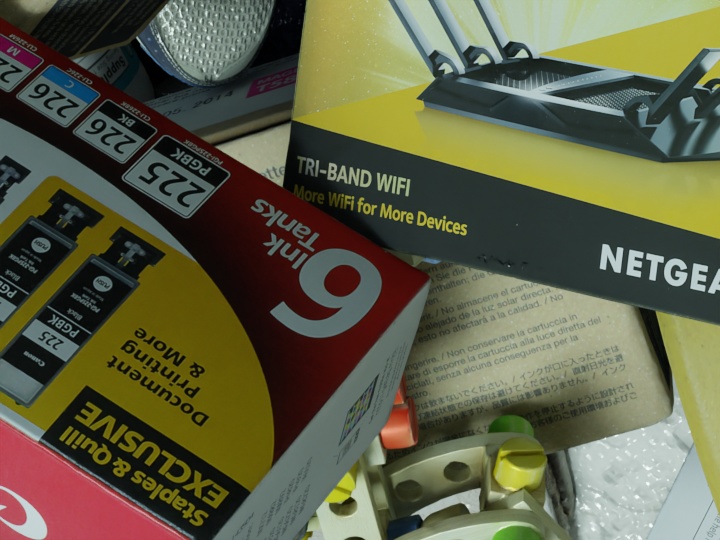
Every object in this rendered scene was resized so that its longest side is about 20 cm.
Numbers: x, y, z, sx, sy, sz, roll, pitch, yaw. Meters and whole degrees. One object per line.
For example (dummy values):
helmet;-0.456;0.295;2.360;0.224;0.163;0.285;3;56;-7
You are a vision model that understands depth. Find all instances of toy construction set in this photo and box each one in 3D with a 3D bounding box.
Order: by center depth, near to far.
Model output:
toy construction set;0.013;0.046;1.058;0.131;0.092;0.200;-7;114;10

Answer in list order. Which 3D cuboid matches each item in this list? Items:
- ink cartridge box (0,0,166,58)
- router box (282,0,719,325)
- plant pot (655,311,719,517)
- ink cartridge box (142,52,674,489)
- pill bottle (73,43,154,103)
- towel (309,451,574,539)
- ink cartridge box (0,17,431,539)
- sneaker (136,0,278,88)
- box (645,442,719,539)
ink cartridge box;-0.113;-0.188;0.997;0.165;0.075;0.200;-38;73;53
router box;0.073;-0.074;0.919;0.200;0.052;0.157;13;98;39
plant pot;0.217;0.037;0.945;0.200;0.176;0.200;-13;159;38
ink cartridge box;0.000;0.000;1.130;0.200;0.075;0.165;-16;112;13
pill bottle;-0.154;-0.092;1.190;0.111;0.111;0.200;-10;117;37
towel;0.012;0.042;1.240;0.133;0.034;0.200;2;123;31
ink cartridge box;-0.110;0.029;0.936;0.200;0.176;0.084;31;143;12
sneaker;-0.050;-0.151;1.060;0.077;0.085;0.200;-4;119;-17
box;0.209;0.138;1.184;0.200;0.041;0.156;29;134;9
